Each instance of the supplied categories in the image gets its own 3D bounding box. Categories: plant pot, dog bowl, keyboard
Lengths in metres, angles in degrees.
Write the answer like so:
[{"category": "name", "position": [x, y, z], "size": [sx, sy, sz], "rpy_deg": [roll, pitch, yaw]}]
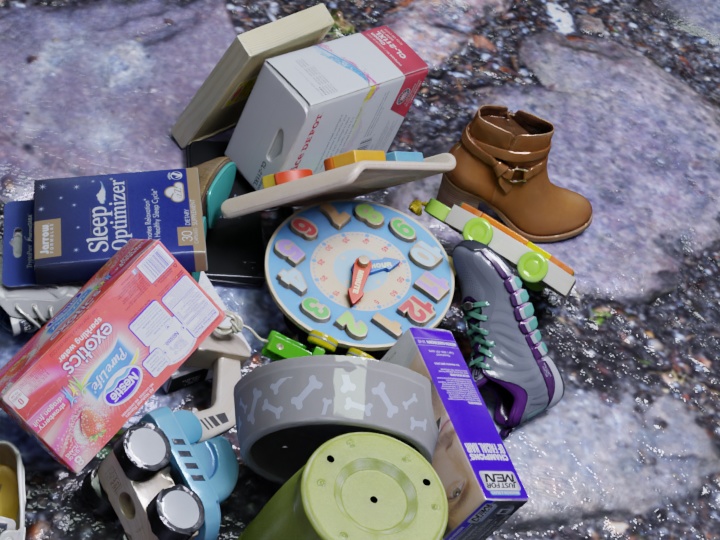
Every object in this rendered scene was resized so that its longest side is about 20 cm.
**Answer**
[{"category": "plant pot", "position": [-0.010, 0.247, 1.329], "size": [0.198, 0.194, 0.202], "rpy_deg": [10, 49, -12]}, {"category": "dog bowl", "position": [-0.021, 0.146, 1.381], "size": [0.198, 0.200, 0.059], "rpy_deg": [9, 60, -13]}, {"category": "keyboard", "position": [-0.126, -0.064, 1.669], "size": [0.126, 0.021, 0.201], "rpy_deg": [4, 51, -15]}]

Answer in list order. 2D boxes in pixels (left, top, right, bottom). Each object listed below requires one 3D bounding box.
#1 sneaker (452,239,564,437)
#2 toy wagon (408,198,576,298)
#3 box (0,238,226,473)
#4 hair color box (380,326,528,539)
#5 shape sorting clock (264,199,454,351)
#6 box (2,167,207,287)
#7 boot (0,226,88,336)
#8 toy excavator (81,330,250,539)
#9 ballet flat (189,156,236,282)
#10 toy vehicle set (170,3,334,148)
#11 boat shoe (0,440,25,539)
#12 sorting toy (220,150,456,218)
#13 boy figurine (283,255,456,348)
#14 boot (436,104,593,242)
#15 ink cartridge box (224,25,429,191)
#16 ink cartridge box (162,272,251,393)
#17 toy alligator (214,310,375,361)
[{"category": "sneaker", "position": [0.136, 0.069, 1.570], "size": [0.087, 0.074, 0.201], "rpy_deg": [-33, 99, -30]}, {"category": "toy wagon", "position": [0.144, -0.031, 1.658], "size": [0.199, 0.155, 0.040], "rpy_deg": [33, 91, 9]}, {"category": "box", "position": [-0.233, 0.075, 1.393], "size": [0.200, 0.095, 0.103], "rpy_deg": [-48, 109, -16]}, {"category": "hair color box", "position": [0.073, 0.167, 1.476], "size": [0.064, 0.109, 0.201], "rpy_deg": [7, 46, -40]}, {"category": "shape sorting clock", "position": [0.000, 0.000, 1.564], "size": [0.198, 0.039, 0.201], "rpy_deg": [8, 50, -10]}, {"category": "box", "position": [-0.254, -0.043, 1.498], "size": [0.198, 0.033, 0.122], "rpy_deg": [-6, 48, -6]}, {"category": "boot", "position": [-0.300, 0.042, 1.491], "size": [0.199, 0.074, 0.095], "rpy_deg": [35, 54, 22]}, {"category": "toy excavator", "position": [-0.158, 0.162, 1.412], "size": [0.199, 0.100, 0.195], "rpy_deg": [-14, 67, -43]}, {"category": "ballet flat", "position": [-0.184, -0.055, 1.577], "size": [0.072, 0.068, 0.201], "rpy_deg": [9, 45, 4]}, {"category": "toy vehicle set", "position": [-0.120, -0.212, 1.674], "size": [0.124, 0.200, 0.027], "rpy_deg": [-28, 80, -37]}, {"category": "boat shoe", "position": [-0.321, 0.237, 1.308], "size": [0.070, 0.070, 0.201], "rpy_deg": [12, 48, -10]}, {"category": "sorting toy", "position": [-0.023, -0.097, 1.599], "size": [0.199, 0.184, 0.037], "rpy_deg": [-12, 89, -54]}, {"category": "boy figurine", "position": [0.015, 0.021, 1.618], "size": [0.199, 0.065, 0.125], "rpy_deg": [-20, 59, -33]}, {"category": "boot", "position": [0.195, -0.112, 1.732], "size": [0.198, 0.155, 0.074], "rpy_deg": [6, 49, -15]}, {"category": "ink cartridge box", "position": [-0.037, -0.177, 1.691], "size": [0.199, 0.146, 0.083], "rpy_deg": [-23, 62, -44]}, {"category": "ink cartridge box", "position": [-0.199, 0.027, 1.554], "size": [0.094, 0.037, 0.201], "rpy_deg": [-17, 61, -31]}, {"category": "toy alligator", "position": [-0.054, 0.089, 1.488], "size": [0.199, 0.054, 0.060], "rpy_deg": [25, 80, -2]}]
